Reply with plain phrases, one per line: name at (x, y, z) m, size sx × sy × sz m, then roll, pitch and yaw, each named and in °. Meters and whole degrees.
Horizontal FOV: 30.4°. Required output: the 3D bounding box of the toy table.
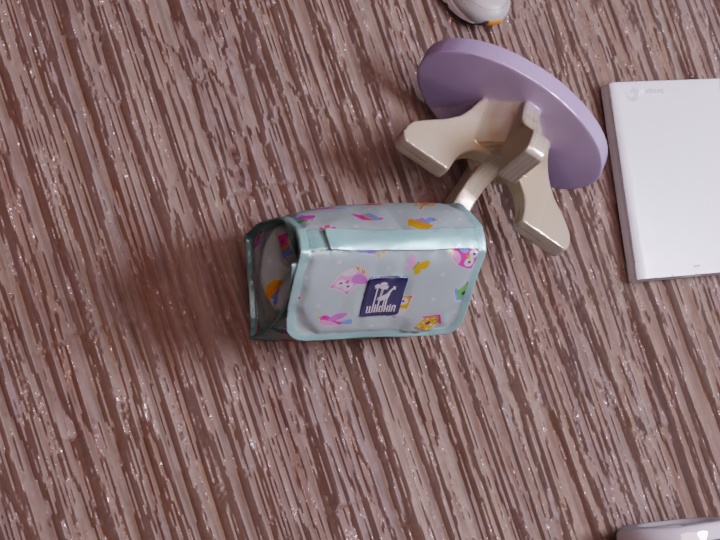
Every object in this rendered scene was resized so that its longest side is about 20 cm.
toy table at (0.125, -0.108, 1.219) m, size 0.200 × 0.184 × 0.117 m, roll 27°, pitch 57°, yaw -2°

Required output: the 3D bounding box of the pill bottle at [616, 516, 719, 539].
pill bottle at (0.302, 0.332, 1.218) m, size 0.111 × 0.111 × 0.200 m, roll -3°, pitch 82°, yaw -17°

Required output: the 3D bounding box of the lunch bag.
lunch bag at (0.000, 0.000, 1.138) m, size 0.170 × 0.200 × 0.122 m, roll -1°, pitch 81°, yaw -18°

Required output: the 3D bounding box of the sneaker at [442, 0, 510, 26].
sneaker at (0.106, -0.338, 1.284) m, size 0.076 × 0.092 × 0.200 m, roll -13°, pitch 85°, yaw -18°

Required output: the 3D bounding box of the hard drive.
hard drive at (0.320, -0.093, 1.341) m, size 0.132 × 0.026 × 0.200 m, roll -4°, pitch 83°, yaw -17°
